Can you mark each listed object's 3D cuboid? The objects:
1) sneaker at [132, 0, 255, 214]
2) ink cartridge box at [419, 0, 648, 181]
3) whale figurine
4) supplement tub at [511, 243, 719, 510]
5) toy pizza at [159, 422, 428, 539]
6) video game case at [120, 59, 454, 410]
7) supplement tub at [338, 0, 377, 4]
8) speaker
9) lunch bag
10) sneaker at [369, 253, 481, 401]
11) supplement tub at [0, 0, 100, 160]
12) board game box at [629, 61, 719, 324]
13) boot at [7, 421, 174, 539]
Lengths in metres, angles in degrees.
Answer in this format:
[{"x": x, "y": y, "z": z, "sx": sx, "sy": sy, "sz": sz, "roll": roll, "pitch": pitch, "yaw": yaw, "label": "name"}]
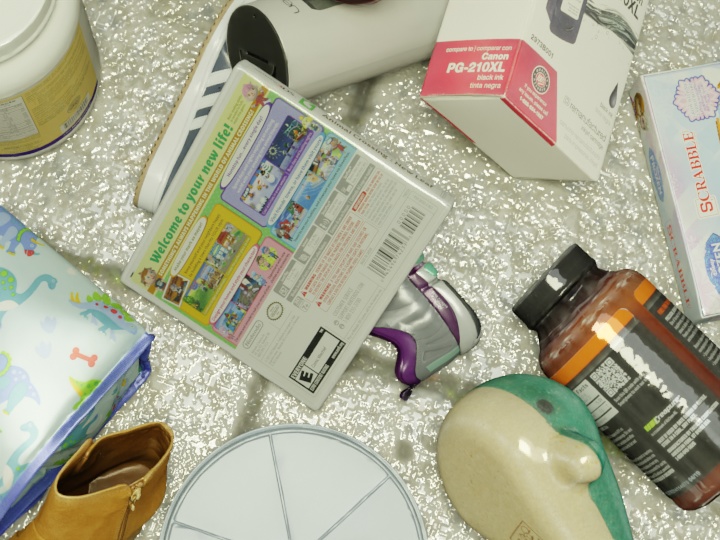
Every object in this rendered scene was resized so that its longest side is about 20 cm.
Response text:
[{"x": -0.085, "y": -0.117, "z": 1.078, "sx": 0.108, "sy": 0.070, "sz": 0.201, "roll": 24, "pitch": 80, "yaw": 3, "label": "sneaker"}, {"x": 0.141, "y": -0.189, "z": 1.066, "sx": 0.084, "sy": 0.145, "sz": 0.201, "roll": 6, "pitch": 72, "yaw": 41, "label": "ink cartridge box"}, {"x": 0.147, "y": 0.159, "z": 0.996, "sx": 0.103, "sy": 0.160, "sz": 0.200, "roll": -32, "pitch": 67, "yaw": -33, "label": "whale figurine"}, {"x": 0.207, "y": 0.073, "z": 1.035, "sx": 0.107, "sy": 0.107, "sz": 0.200, "roll": -43, "pitch": 83, "yaw": -12, "label": "supplement tub"}, {"x": -0.049, "y": 0.213, "z": 1.023, "sx": 0.198, "sy": 0.032, "sz": 0.202, "roll": 1, "pitch": 81, "yaw": -4, "label": "toy pizza"}, {"x": -0.057, "y": -0.022, "z": 1.019, "sx": 0.181, "sy": 0.022, "sz": 0.201, "roll": 33, "pitch": 116, "yaw": 0, "label": "video game case"}, {"x": 0.028, "y": -0.288, "z": 1.003, "sx": 0.107, "sy": 0.107, "sz": 0.200, "roll": 33, "pitch": 57, "yaw": 4, "label": "supplement tub"}, {"x": -0.001, "y": -0.184, "z": 1.058, "sx": 0.199, "sy": 0.081, "sz": 0.082, "roll": -23, "pitch": 79, "yaw": -32, "label": "speaker"}, {"x": -0.270, "y": 0.080, "z": 0.992, "sx": 0.170, "sy": 0.128, "sz": 0.200, "roll": 38, "pitch": 68, "yaw": 5, "label": "lunch bag"}, {"x": 0.000, "y": 0.000, "z": 1.057, "sx": 0.087, "sy": 0.074, "sz": 0.200, "roll": -40, "pitch": 83, "yaw": -6, "label": "sneaker"}, {"x": -0.269, "y": -0.174, "z": 1.011, "sx": 0.144, "sy": 0.200, "sz": 0.147, "roll": 1, "pitch": 77, "yaw": -4, "label": "supplement tub"}, {"x": 0.333, "y": -0.073, "z": 1.110, "sx": 0.198, "sy": 0.041, "sz": 0.202, "roll": -10, "pitch": 78, "yaw": -6, "label": "board game box"}, {"x": -0.212, "y": 0.182, "z": 0.935, "sx": 0.071, "sy": 0.144, "sz": 0.201, "roll": 43, "pitch": 56, "yaw": 15, "label": "boot"}]
